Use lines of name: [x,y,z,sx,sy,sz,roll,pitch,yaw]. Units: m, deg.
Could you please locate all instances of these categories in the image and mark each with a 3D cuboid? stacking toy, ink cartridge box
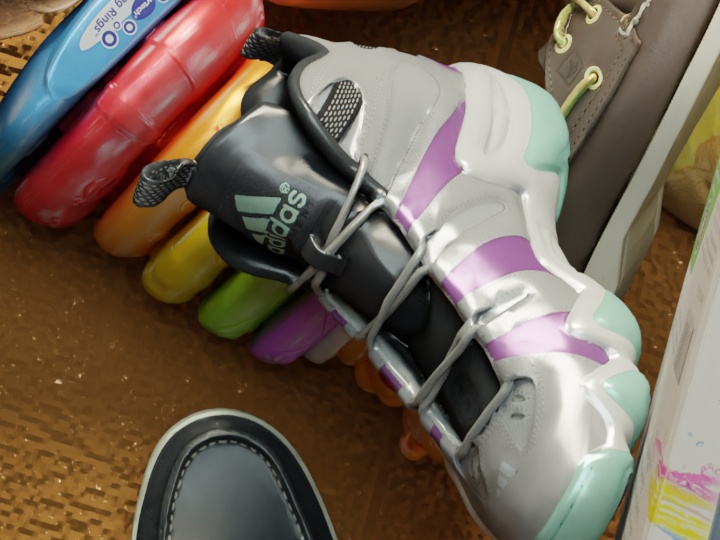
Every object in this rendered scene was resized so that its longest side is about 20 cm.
stacking toy: [-0.026,-0.009,0.918,0.200,0.110,0.116,46,69,-4]
ink cartridge box: [0.106,0.071,0.756,0.067,0.117,0.201,15,100,3]

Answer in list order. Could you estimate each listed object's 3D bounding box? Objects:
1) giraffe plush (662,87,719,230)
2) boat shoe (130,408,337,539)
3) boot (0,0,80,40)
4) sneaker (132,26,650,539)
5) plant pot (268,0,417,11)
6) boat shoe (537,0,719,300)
giraffe plush: [0.190,-0.107,0.945,0.172,0.162,0.201,-4,71,-11]
boat shoe: [-0.034,0.136,0.873,0.074,0.062,0.201,0,69,-8]
boot: [-0.136,-0.134,0.903,0.154,0.074,0.200,14,44,24]
sneaker: [0.000,0.000,0.812,0.139,0.078,0.200,17,32,-23]
plant pot: [0.049,-0.179,0.941,0.139,0.200,0.201,7,68,-20]
boat shoe: [0.083,-0.057,0.911,0.059,0.201,0.072,27,28,9]
